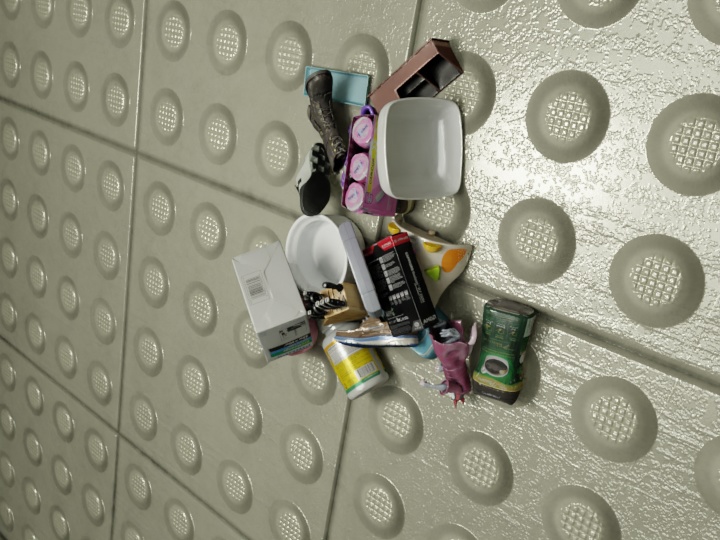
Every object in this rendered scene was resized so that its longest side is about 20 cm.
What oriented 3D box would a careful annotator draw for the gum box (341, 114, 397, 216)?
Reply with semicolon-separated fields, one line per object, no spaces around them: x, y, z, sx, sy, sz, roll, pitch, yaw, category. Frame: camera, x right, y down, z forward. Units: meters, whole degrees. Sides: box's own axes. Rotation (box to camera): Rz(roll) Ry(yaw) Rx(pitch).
0.028;-0.214;1.462;0.065;0.112;0.205;5;87;40;gum box

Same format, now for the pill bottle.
-0.023;0.196;1.652;0.112;0.112;0.202;-38;74;36;pill bottle

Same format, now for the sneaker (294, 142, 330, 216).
-0.119;-0.202;1.654;0.088;0.073;0.203;-33;40;46;sneaker

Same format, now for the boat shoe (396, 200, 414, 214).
0.044;-0.209;1.556;0.201;0.064;0.074;51;126;22;boat shoe

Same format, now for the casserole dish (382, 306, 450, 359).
0.122;0.117;1.569;0.200;0.038;0.122;43;122;24;casserole dish

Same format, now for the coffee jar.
0.290;0.167;1.408;0.102;0.085;0.204;14;106;24;coffee jar

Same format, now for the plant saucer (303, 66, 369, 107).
-0.057;-0.436;1.631;0.197;0.019;0.071;20;110;34;plant saucer

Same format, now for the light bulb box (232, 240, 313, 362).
-0.202;0.077;1.613;0.201;0.123;0.201;89;160;-63;light bulb box

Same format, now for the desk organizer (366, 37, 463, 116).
0.115;-0.396;1.464;0.199;0.071;0.078;-34;79;38;desk organizer

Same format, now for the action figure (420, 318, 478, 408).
0.204;0.197;1.462;0.146;0.134;0.204;-10;111;22;action figure

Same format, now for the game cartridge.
0.000;0.000;1.489;0.041;0.133;0.204;-20;78;5;game cartridge

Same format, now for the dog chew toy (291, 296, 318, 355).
-0.186;0.113;1.771;0.124;0.123;0.203;-37;67;37;dog chew toy

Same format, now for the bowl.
0.114;-0.251;1.422;0.074;0.196;0.205;14;108;57;bowl

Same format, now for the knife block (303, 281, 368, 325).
-0.034;0.066;1.547;0.176;0.196;0.065;126;132;-68;knife block

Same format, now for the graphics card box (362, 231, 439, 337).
0.082;0.032;1.451;0.125;0.050;0.204;-25;83;57;graphics card box

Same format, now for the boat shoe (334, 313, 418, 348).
0.036;0.136;1.561;0.196;0.072;0.074;-1;77;14;boat shoe

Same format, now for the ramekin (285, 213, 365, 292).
-0.080;-0.041;1.667;0.198;0.097;0.205;8;103;37;ramekin

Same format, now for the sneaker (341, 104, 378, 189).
-0.007;-0.274;1.528;0.079;0.083;0.204;6;73;35;sneaker

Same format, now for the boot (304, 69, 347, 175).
-0.068;-0.337;1.577;0.201;0.068;0.177;96;154;-64;boot

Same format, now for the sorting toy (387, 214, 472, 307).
0.119;-0.001;1.508;0.198;0.106;0.184;27;115;33;sorting toy
